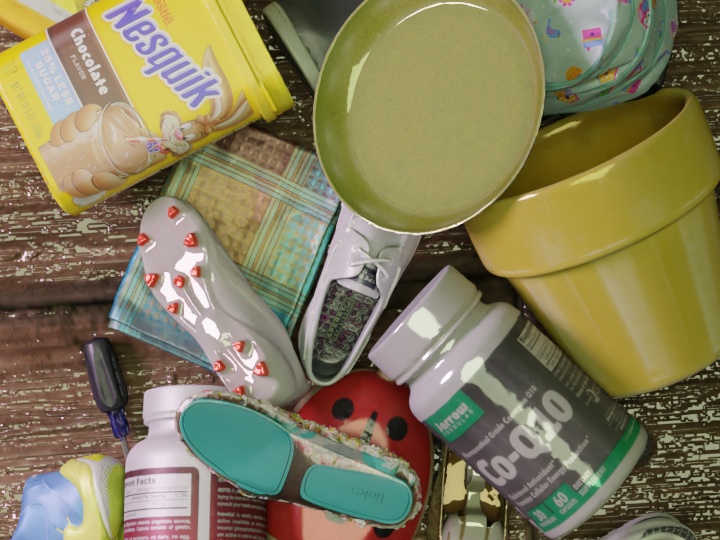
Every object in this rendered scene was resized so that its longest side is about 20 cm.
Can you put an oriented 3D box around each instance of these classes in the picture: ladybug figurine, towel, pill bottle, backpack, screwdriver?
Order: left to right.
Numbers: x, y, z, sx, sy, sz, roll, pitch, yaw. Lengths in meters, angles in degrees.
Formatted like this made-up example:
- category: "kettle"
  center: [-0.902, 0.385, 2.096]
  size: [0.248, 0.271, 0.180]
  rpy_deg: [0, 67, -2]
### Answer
- category: "screwdriver"
  center: [-0.189, 0.151, 1.487]
  size: [0.028, 0.029, 0.201]
  rpy_deg: [-15, 94, 0]
- category: "pill bottle"
  center: [-0.129, 0.196, 1.431]
  size: [0.112, 0.113, 0.201]
  rpy_deg: [0, 77, 1]
- category: "towel"
  center: [-0.105, -0.018, 1.488]
  size: [0.146, 0.022, 0.201]
  rpy_deg: [23, 89, 0]
- category: "ladybug figurine"
  center: [-0.012, 0.171, 1.457]
  size: [0.135, 0.072, 0.201]
  rpy_deg: [17, 89, 1]
- category: "pill bottle"
  center: [0.109, 0.097, 1.380]
  size: [0.200, 0.113, 0.113]
  rpy_deg: [42, 90, -1]
- category: "backpack"
  center: [0.141, -0.185, 1.407]
  size: [0.199, 0.126, 0.168]
  rpy_deg: [3, 94, 33]

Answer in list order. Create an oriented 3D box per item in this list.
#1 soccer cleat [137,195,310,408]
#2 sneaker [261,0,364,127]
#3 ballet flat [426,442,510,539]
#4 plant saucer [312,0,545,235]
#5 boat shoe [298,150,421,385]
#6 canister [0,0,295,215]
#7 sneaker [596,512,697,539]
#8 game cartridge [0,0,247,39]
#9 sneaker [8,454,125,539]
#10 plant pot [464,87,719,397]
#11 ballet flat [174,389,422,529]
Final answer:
- category: "soccer cleat"
  center: [-0.111, 0.028, 1.449]
  size: [0.069, 0.077, 0.200]
  rpy_deg: [-40, 69, 19]
- category: "sneaker"
  center: [0.017, -0.152, 1.462]
  size: [0.106, 0.075, 0.201]
  rpy_deg: [-33, 92, -3]
- category: "ballet flat"
  center: [0.088, 0.178, 1.459]
  size: [0.070, 0.065, 0.201]
  rpy_deg: [1, 89, 1]
- category: "plant saucer"
  center: [0.055, -0.123, 1.360]
  size: [0.199, 0.031, 0.201]
  rpy_deg: [-6, 79, 31]
- category: "boat shoe"
  center: [0.000, 0.000, 1.429]
  size: [0.072, 0.069, 0.201]
  rpy_deg: [25, 112, -12]
- category: "canister"
  center: [-0.172, -0.149, 1.434]
  size: [0.199, 0.087, 0.149]
  rpy_deg: [-28, 90, 1]
- category: "sneaker"
  center: [0.178, 0.259, 1.450]
  size: [0.200, 0.081, 0.077]
  rpy_deg: [-36, 90, 1]
- category: "game cartridge"
  center: [-0.194, -0.244, 1.488]
  size: [0.199, 0.032, 0.177]
  rpy_deg: [30, 90, 2]
- category: "sneaker"
  center: [-0.227, 0.249, 1.469]
  size: [0.104, 0.076, 0.201]
  rpy_deg: [-5, 89, 19]
- category: "plant pot"
  center: [0.198, -0.014, 1.409]
  size: [0.200, 0.201, 0.190]
  rpy_deg: [-24, 105, 0]
- category: "ballet flat"
  center: [-0.048, 0.143, 1.387]
  size: [0.199, 0.064, 0.076]
  rpy_deg: [25, 101, -5]
